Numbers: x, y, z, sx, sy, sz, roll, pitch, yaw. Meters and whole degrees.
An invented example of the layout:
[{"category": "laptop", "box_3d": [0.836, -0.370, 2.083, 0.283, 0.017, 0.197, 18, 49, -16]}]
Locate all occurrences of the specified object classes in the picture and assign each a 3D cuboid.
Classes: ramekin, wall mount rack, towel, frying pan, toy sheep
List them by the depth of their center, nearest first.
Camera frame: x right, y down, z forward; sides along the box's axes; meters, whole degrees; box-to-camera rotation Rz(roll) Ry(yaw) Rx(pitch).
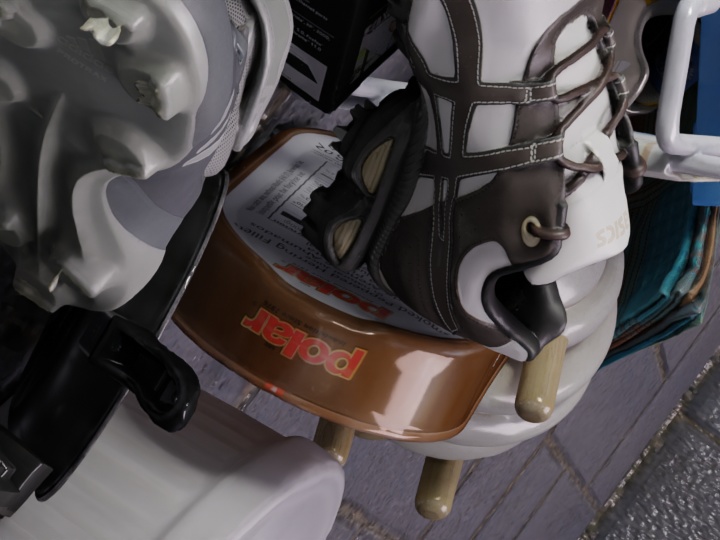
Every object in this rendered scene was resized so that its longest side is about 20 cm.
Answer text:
[{"category": "frying pan", "box_3d": [-0.077, 0.032, 0.871, 0.115, 0.031, 0.190, -56, -170, 23]}, {"category": "ramekin", "box_3d": [-0.101, 0.118, 1.010, 0.202, 0.094, 0.202, -51, 169, -14]}, {"category": "wall mount rack", "box_3d": [0.084, -0.074, 1.015, 0.174, 0.200, 0.075, -4, 105, -64]}, {"category": "toy sheep", "box_3d": [0.041, 0.011, 1.180, 0.138, 0.138, 0.200, -44, -179, -40]}, {"category": "towel", "box_3d": [0.113, -0.045, 1.278, 0.147, 0.022, 0.200, -32, -142, 52]}]

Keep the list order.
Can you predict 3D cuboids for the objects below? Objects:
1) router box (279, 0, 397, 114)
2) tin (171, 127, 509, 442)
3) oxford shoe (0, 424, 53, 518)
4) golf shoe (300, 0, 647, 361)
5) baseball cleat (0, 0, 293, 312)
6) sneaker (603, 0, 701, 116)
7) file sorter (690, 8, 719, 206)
[{"category": "router box", "box_3d": [0.044, -0.158, 0.885, 0.200, 0.051, 0.149, -46, 166, -29]}, {"category": "tin", "box_3d": [0.000, 0.000, 1.000, 0.200, 0.112, 0.042, -50, 163, -72]}, {"category": "oxford shoe", "box_3d": [-0.135, 0.064, 0.773, 0.084, 0.073, 0.200, -51, 168, -4]}, {"category": "golf shoe", "box_3d": [0.053, -0.054, 0.867, 0.078, 0.094, 0.200, -37, 159, -34]}, {"category": "baseball cleat", "box_3d": [-0.057, -0.060, 0.770, 0.107, 0.070, 0.200, -56, 180, -24]}, {"category": "sneaker", "box_3d": [0.104, -0.103, 1.198, 0.075, 0.090, 0.200, -60, 167, 27]}, {"category": "file sorter", "box_3d": [0.213, -0.103, 1.191, 0.200, 0.122, 0.139, -25, 118, -70]}]
